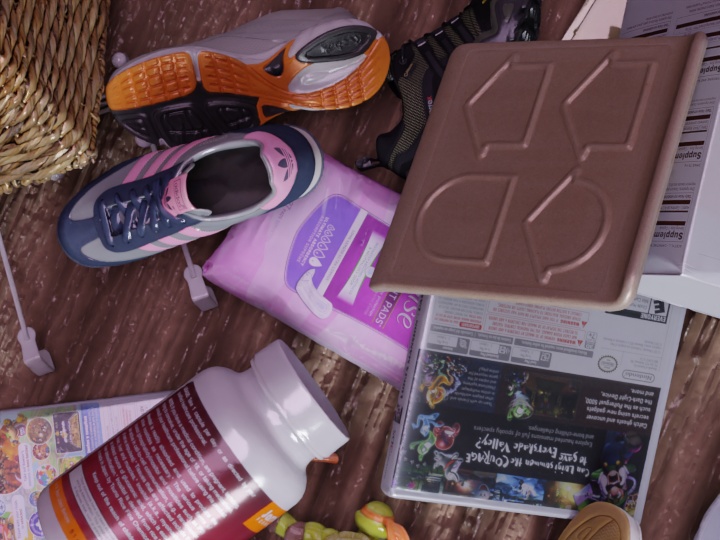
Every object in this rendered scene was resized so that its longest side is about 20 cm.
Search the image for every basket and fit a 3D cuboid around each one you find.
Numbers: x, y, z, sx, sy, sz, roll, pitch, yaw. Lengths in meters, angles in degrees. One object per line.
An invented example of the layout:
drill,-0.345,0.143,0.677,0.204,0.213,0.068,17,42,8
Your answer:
basket,-0.266,-0.168,0.969,0.142,0.149,0.201,-14,57,20

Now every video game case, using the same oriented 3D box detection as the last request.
video game case,0.123,0.077,0.990,0.199,0.023,0.183,10,93,-21
video game case,-0.199,0.167,1.053,0.199,0.018,0.144,-7,87,3

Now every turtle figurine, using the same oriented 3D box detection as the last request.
turtle figurine,-0.007,0.230,1.015,0.199,0.064,0.162,28,89,4

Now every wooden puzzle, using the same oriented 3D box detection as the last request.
wooden puzzle,0.113,-0.059,0.899,0.199,0.046,0.186,2,63,41

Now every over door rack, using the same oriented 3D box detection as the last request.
over door rack,-0.204,-0.043,1.040,0.147,0.067,0.201,-20,86,3

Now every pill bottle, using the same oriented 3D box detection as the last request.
pill bottle,-0.111,0.140,0.984,0.200,0.113,0.113,-36,86,1

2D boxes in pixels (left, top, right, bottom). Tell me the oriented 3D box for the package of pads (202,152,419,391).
package of pads,0.000,0.000,1.021,0.199,0.076,0.121,29,88,4

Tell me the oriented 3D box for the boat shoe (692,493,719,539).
boat shoe,0.245,0.230,1.001,0.073,0.065,0.201,30,77,4

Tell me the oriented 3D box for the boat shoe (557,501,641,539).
boat shoe,0.165,0.258,1.005,0.069,0.071,0.201,7,100,-35

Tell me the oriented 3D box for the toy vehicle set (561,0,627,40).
toy vehicle set,0.186,-0.115,1.041,0.124,0.027,0.201,32,89,4

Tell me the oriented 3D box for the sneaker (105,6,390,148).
sneaker,-0.083,-0.143,1.026,0.199,0.092,0.076,-11,119,-9

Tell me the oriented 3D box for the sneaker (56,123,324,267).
sneaker,-0.127,-0.051,0.959,0.199,0.082,0.071,-21,92,16

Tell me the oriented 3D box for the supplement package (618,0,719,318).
supplement package,0.268,-0.070,0.942,0.190,0.147,0.201,15,86,-20

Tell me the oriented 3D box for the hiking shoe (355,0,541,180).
hiking shoe,0.064,-0.154,1.024,0.100,0.076,0.201,17,76,16
